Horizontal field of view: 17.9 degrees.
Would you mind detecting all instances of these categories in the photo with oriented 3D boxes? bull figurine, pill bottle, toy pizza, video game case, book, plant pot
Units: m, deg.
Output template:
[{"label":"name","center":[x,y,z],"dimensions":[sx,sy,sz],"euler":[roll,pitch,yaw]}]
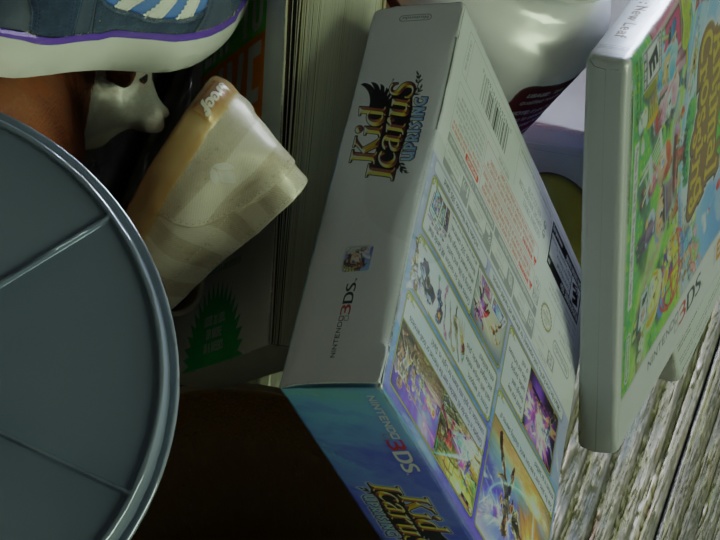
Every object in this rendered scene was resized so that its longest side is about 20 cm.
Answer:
[{"label":"bull figurine","center":[-0.144,-0.035,0.864],"dimensions":[0.200,0.065,0.122],"euler":[-15,117,-64]},{"label":"pill bottle","center":[0.037,-0.105,1.010],"dimensions":[0.200,0.113,0.113],"euler":[-46,-179,43]},{"label":"toy pizza","center":[-0.158,0.035,0.732],"dimensions":[0.032,0.200,0.201],"euler":[110,3,-68]},{"label":"video game case","center":[0.037,0.025,0.933],"dimensions":[0.200,0.045,0.182],"euler":[60,33,-48]},{"label":"book","center":[-0.039,-0.056,0.974],"dimensions":[0.048,0.134,0.201],"euler":[9,77,-23]},{"label":"video game case","center":[0.140,-0.047,1.050],"dimensions":[0.182,0.022,0.200],"euler":[-51,146,-51]},{"label":"plant pot","center":[-0.055,0.183,1.031],"dimensions":[0.187,0.186,0.200],"euler":[-60,152,-33]}]

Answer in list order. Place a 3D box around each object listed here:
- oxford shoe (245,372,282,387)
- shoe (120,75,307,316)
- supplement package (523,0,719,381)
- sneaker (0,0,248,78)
[{"label":"oxford shoe","center":[-0.014,0.057,1.183],"dimensions":[0.200,0.058,0.075],"euler":[56,45,-77]},{"label":"shoe","center":[-0.081,-0.001,0.920],"dimensions":[0.200,0.053,0.070],"euler":[-49,-168,51]},{"label":"supplement package","center":[0.097,-0.073,1.217],"dimensions":[0.147,0.191,0.200],"euler":[-61,151,-29]},{"label":"sneaker","center":[-0.076,-0.152,0.853],"dimensions":[0.200,0.081,0.147],"euler":[-22,148,-58]}]
